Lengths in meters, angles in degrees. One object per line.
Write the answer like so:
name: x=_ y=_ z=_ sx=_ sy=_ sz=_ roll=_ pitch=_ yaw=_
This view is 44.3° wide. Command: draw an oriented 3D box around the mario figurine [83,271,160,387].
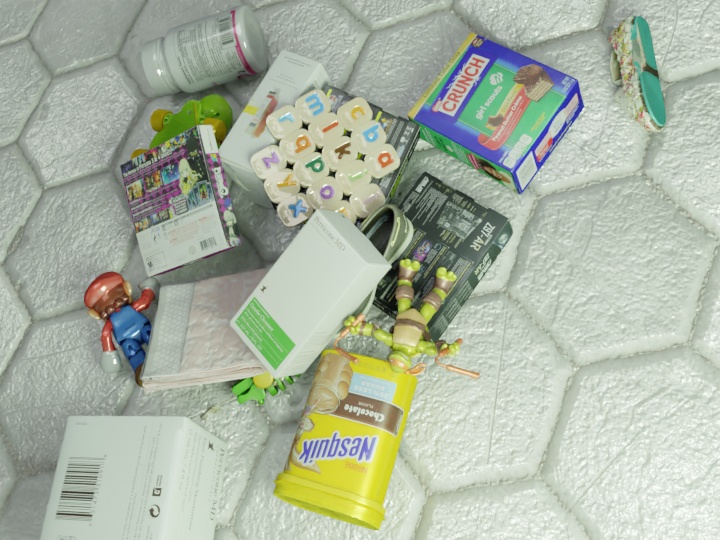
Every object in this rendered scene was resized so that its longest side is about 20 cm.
mario figurine: x=-0.353 y=0.086 z=1.375 sx=0.201 sy=0.122 sz=0.107 roll=49 pitch=129 yaw=24

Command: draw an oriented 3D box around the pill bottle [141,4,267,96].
pill bottle: x=-0.268 y=-0.373 z=1.524 sx=0.196 sy=0.114 sz=0.116 roll=-12 pitch=62 yaw=15

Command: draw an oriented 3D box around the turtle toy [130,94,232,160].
turtle toy: x=-0.274 y=-0.207 z=1.454 sx=0.143 sy=0.101 sz=0.203 roll=13 pitch=71 yaw=25

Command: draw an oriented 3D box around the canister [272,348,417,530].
canister: x=-0.016 y=0.217 z=1.161 sx=0.145 sy=0.087 sz=0.204 roll=9 pitch=68 yaw=23

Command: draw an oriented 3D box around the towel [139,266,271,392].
towel: x=-0.215 y=0.080 z=1.282 sx=0.186 sy=0.033 sz=0.202 roll=-9 pitch=42 yaw=7

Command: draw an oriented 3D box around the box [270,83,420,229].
box: x=-0.020 y=-0.153 z=1.312 sx=0.158 sy=0.044 sz=0.203 roll=24 pitch=80 yaw=8

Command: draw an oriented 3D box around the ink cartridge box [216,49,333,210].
ink cartridge box: x=-0.116 y=-0.209 z=1.369 sx=0.082 sy=0.145 sz=0.202 roll=24 pitch=76 yaw=27

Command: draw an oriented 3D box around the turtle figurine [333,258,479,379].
turtle figurine: x=0.075 y=0.073 z=1.150 sx=0.196 sy=0.065 sz=0.164 roll=9 pitch=60 yaw=22

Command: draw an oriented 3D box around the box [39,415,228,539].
box: x=-0.305 y=0.311 z=1.200 sx=0.195 sy=0.131 sz=0.203 roll=-3 pitch=64 yaw=19

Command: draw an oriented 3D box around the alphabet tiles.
alphabet tiles: x=-0.051 y=-0.156 z=1.274 sx=0.193 sy=0.015 sz=0.202 roll=-30 pitch=82 yaw=-7

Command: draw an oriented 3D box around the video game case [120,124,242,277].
video game case: x=-0.276 y=-0.101 z=1.343 sx=0.197 sy=0.035 sz=0.185 roll=-17 pitch=88 yaw=39

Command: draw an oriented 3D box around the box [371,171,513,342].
box: x=0.097 y=-0.021 z=1.254 sx=0.159 sy=0.044 sz=0.201 roll=31 pitch=80 yaw=30

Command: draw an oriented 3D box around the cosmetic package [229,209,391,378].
cosmetic package: x=-0.066 y=0.031 z=1.165 sx=0.108 sy=0.084 sz=0.201 roll=44 pitch=108 yaw=19

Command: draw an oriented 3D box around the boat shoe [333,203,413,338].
boat shoe: x=-0.002 y=-0.001 z=1.221 sx=0.071 sy=0.060 sz=0.204 roll=31 pitch=83 yaw=29

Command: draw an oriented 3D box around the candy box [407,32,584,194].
candy box: x=0.197 y=-0.234 z=1.298 sx=0.198 sy=0.077 sz=0.170 roll=33 pitch=81 yaw=32

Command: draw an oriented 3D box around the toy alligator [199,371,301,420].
toy alligator: x=-0.137 y=0.161 z=1.256 sx=0.199 sy=0.059 sz=0.054 roll=-42 pitch=99 yaw=-2

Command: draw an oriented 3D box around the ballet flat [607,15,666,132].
ballet flat: x=0.389 y=-0.270 z=1.257 sx=0.063 sy=0.075 sz=0.204 roll=-28 pitch=49 yaw=43
